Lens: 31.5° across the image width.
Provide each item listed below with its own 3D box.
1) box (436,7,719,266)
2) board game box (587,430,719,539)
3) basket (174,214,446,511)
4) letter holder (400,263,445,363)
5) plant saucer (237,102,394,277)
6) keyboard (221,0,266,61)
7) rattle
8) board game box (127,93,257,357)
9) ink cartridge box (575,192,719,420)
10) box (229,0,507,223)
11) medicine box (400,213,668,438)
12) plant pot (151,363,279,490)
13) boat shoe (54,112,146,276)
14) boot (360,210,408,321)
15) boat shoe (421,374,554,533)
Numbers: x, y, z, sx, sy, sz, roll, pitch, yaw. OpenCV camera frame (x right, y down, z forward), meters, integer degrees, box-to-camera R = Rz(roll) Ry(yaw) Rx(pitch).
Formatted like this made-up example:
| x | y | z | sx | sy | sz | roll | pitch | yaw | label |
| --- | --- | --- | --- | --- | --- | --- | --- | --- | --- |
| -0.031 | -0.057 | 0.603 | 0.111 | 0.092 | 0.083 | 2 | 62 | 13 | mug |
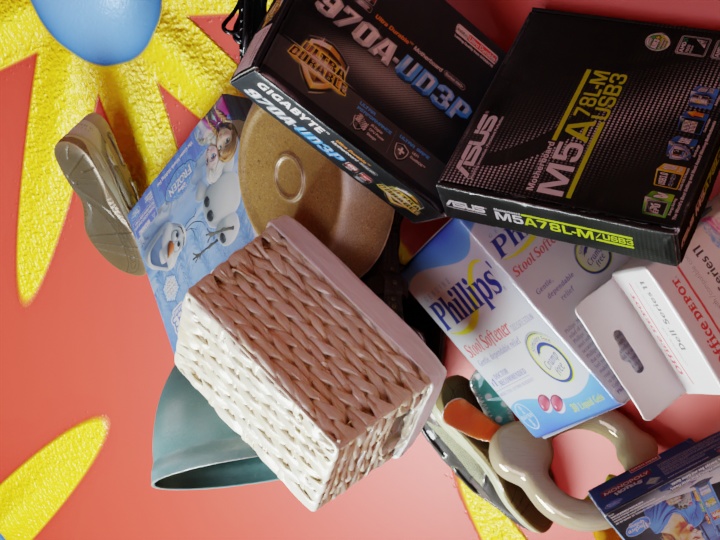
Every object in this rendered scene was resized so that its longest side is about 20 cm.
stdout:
| x | y | z | sx | sy | sz | roll | pitch | yaw | label |
| --- | --- | --- | --- | --- | --- | --- | --- | --- | --- |
| 0.185 | -0.110 | 0.981 | 0.192 | 0.201 | 0.048 | 16 | 150 | 27 | box |
| 0.331 | 0.240 | 1.104 | 0.199 | 0.062 | 0.201 | -27 | 101 | 1 | board game box |
| -0.049 | 0.079 | 1.049 | 0.200 | 0.123 | 0.136 | 44 | 147 | 18 | basket |
| -0.022 | 0.058 | 1.276 | 0.199 | 0.100 | 0.143 | 20 | 122 | 25 | letter holder |
| -0.050 | -0.082 | 1.096 | 0.199 | 0.035 | 0.202 | 14 | 108 | 46 | plant saucer |
| -0.104 | -0.243 | 1.111 | 0.039 | 0.201 | 0.104 | -1 | 150 | 3 | keyboard |
| 0.172 | 0.184 | 1.209 | 0.198 | 0.131 | 0.143 | 14 | 164 | 9 | rattle |
| -0.145 | -0.035 | 1.275 | 0.200 | 0.043 | 0.200 | -45 | 56 | 35 | board game box |
| 0.278 | 0.016 | 0.978 | 0.118 | 0.199 | 0.067 | 56 | 167 | -4 | ink cartridge box |
| 0.014 | -0.157 | 1.004 | 0.199 | 0.160 | 0.046 | 36 | 156 | -24 | box |
| 0.151 | 0.025 | 1.089 | 0.200 | 0.103 | 0.182 | 48 | 159 | 3 | medicine box |
| -0.103 | 0.121 | 1.192 | 0.199 | 0.199 | 0.135 | -21 | 71 | 40 | plant pot |
| -0.269 | -0.080 | 1.398 | 0.072 | 0.065 | 0.201 | 6 | 136 | 27 | boat shoe |
| 0.000 | 0.000 | 1.154 | 0.200 | 0.069 | 0.176 | 153 | 118 | -75 | boot |
| 0.120 | 0.180 | 1.246 | 0.066 | 0.072 | 0.201 | -12 | 126 | 45 | boat shoe |
